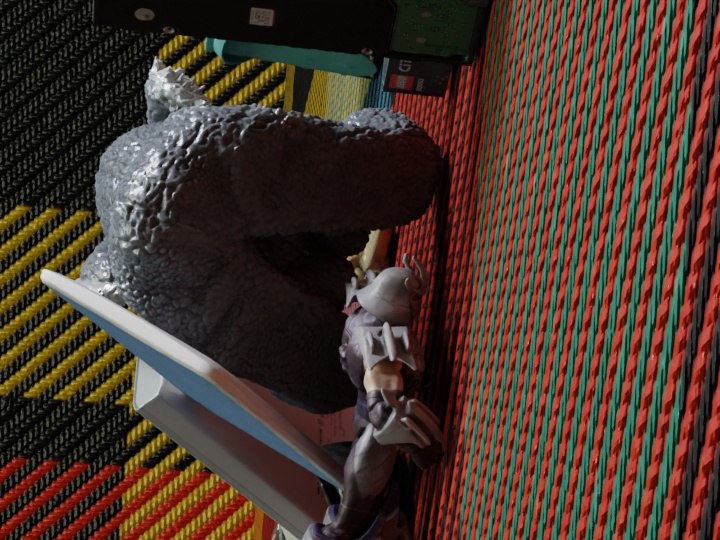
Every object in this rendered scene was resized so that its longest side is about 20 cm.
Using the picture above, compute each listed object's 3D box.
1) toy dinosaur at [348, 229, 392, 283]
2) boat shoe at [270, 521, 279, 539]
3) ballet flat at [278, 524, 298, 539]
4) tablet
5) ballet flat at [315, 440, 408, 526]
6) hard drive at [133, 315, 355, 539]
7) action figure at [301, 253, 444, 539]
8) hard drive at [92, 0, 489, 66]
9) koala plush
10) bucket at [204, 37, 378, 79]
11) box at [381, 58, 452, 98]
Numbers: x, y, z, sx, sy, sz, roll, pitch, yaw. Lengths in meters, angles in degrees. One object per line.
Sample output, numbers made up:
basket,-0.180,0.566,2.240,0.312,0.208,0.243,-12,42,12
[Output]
toy dinosaur,0.000,0.000,1.788,0.200,0.058,0.102,134,156,-71
boat shoe,-0.031,0.122,1.854,0.201,0.070,0.071,-88,4,-45
ballet flat,-0.034,0.189,1.665,0.200,0.074,0.075,-86,3,-64
tablet,-0.084,0.061,1.431,0.014,0.130,0.200,-57,-30,-8
ballet flat,-0.004,0.192,1.490,0.067,0.056,0.201,100,174,-63
hard drive,-0.059,0.091,1.625,0.026,0.200,0.132,-34,32,25
action figure,0.011,0.084,1.394,0.130,0.069,0.201,-77,-3,-69
hard drive,-0.032,-0.164,1.305,0.140,0.199,0.038,100,175,-59
koala plush,-0.089,-0.035,1.503,0.200,0.183,0.178,27,99,56
bucket,-0.048,-0.249,2.025,0.207,0.134,0.209,-176,90,-87
box,0.043,-0.207,1.425,0.200,0.037,0.137,102,172,-58
